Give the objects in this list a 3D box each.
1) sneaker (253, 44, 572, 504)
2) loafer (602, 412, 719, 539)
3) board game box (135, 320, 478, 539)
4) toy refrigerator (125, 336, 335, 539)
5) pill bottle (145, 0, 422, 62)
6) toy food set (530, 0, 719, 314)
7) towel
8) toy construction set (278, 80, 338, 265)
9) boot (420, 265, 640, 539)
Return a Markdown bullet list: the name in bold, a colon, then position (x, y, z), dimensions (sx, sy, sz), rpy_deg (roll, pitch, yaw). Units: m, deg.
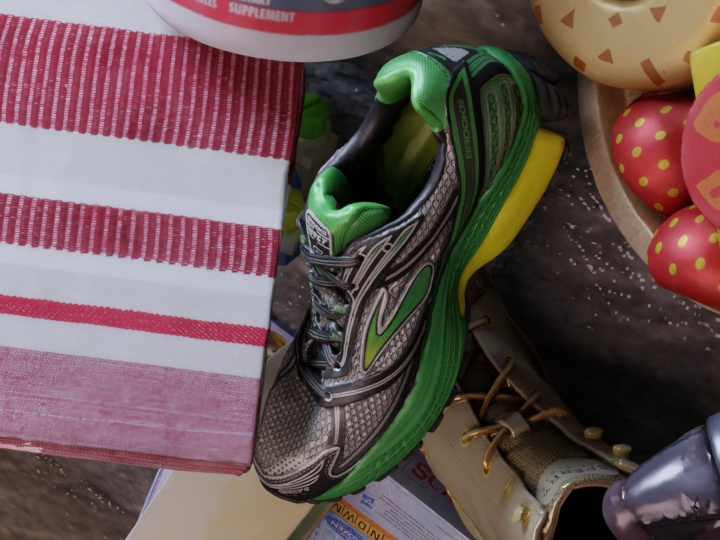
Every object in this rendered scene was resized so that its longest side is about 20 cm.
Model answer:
- **sneaker**: position (0.000, 0.000, 0.685), dimensions (0.078, 0.085, 0.201), rpy_deg (38, 112, 42)
- **loafer**: position (0.148, 0.116, 0.696), dimensions (0.063, 0.072, 0.200), rpy_deg (-21, 143, 13)
- **board game box**: position (-0.020, 0.151, 0.926), dimensions (0.200, 0.041, 0.200), rpy_deg (37, 131, 12)
- **toy refrigerator**: position (-0.060, 0.124, 0.860), dimensions (0.070, 0.076, 0.200), rpy_deg (43, 131, 8)
- **pill bottle**: position (-0.022, -0.193, 0.673), dimensions (0.119, 0.120, 0.201), rpy_deg (24, 127, 22)
- **toy food set**: position (0.145, -0.081, 0.619), dimensions (0.198, 0.049, 0.201), rpy_deg (-18, 76, 47)
- **towel**: position (-0.101, -0.022, 0.699), dimensions (0.143, 0.201, 0.023), rpy_deg (8, 158, -2)
- **toy construction set**: position (-0.092, -0.069, 0.782), dimensions (0.200, 0.131, 0.092), rpy_deg (39, 143, 7)
- **boot**: position (0.058, 0.058, 0.742), dimensions (0.201, 0.073, 0.155), rpy_deg (65, 171, -17)
